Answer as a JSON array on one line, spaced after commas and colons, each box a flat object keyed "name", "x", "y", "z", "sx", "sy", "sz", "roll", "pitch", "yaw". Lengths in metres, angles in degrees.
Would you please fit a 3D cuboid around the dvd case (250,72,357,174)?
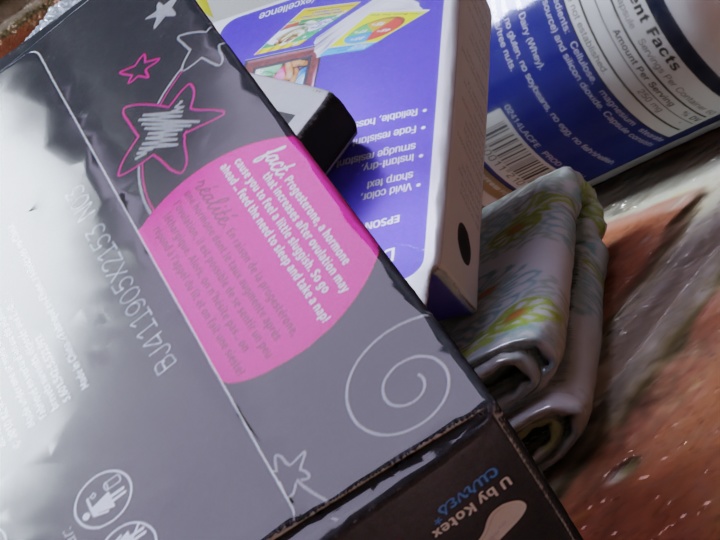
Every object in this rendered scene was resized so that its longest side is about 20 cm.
[{"name": "dvd case", "x": -0.110, "y": 0.008, "z": 0.605, "sx": 0.150, "sy": 0.025, "sz": 0.200, "roll": 17, "pitch": 63, "yaw": 42}]

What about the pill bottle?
[{"name": "pill bottle", "x": 0.120, "y": -0.108, "z": 0.755, "sx": 0.199, "sy": 0.116, "sz": 0.116, "roll": -25, "pitch": 16, "yaw": 39}]

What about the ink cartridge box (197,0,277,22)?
[{"name": "ink cartridge box", "x": -0.021, "y": -0.163, "z": 0.996, "sx": 0.145, "sy": 0.200, "sz": 0.083, "roll": -42, "pitch": 5, "yaw": 11}]

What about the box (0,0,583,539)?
[{"name": "box", "x": -0.043, "y": 0.041, "z": 0.437, "sx": 0.132, "sy": 0.115, "sz": 0.200, "roll": -35, "pitch": 43, "yaw": 0}]

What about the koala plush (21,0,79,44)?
[{"name": "koala plush", "x": -0.140, "y": -0.023, "z": 0.974, "sx": 0.200, "sy": 0.178, "sz": 0.184, "roll": -44, "pitch": 29, "yaw": -15}]

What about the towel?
[{"name": "towel", "x": 0.008, "y": 0.043, "z": 0.647, "sx": 0.171, "sy": 0.048, "sz": 0.200, "roll": -28, "pitch": 13, "yaw": 17}]

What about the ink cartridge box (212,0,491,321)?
[{"name": "ink cartridge box", "x": -0.052, "y": -0.010, "z": 0.633, "sx": 0.197, "sy": 0.043, "sz": 0.201, "roll": -14, "pitch": 44, "yaw": 23}]
